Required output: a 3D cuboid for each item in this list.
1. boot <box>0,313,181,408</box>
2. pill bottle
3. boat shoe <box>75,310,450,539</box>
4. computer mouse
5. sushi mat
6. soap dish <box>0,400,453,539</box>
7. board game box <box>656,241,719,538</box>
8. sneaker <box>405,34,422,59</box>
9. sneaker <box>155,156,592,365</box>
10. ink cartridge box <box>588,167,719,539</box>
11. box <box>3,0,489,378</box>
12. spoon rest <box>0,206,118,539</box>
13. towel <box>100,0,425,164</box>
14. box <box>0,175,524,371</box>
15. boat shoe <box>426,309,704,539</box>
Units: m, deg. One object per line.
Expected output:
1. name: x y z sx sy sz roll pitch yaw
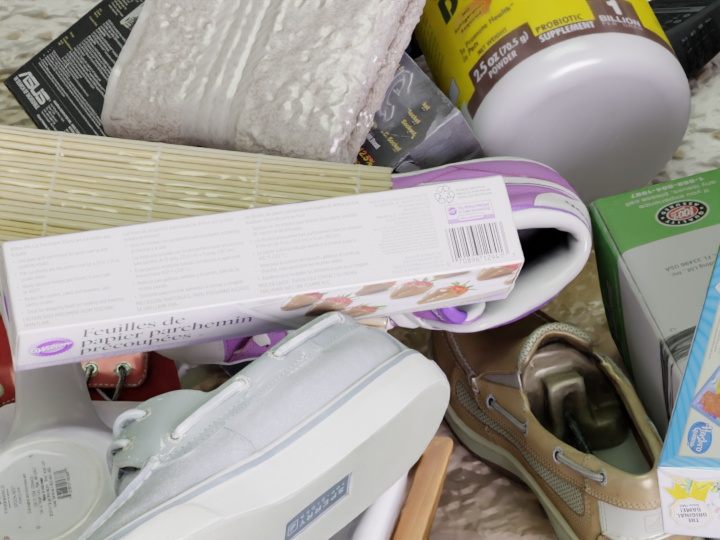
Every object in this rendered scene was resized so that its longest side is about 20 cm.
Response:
1. boot: -0.160 0.068 1.197 0.144 0.073 0.200 6 35 20
2. pill bottle: 0.079 -0.128 1.338 0.109 0.109 0.200 -15 48 -7
3. boat shoe: -0.054 0.077 1.003 0.071 0.070 0.201 36 47 25
4. computer mouse: 0.191 -0.137 1.427 0.200 0.034 0.059 -33 24 -36
5. sushi mat: -0.083 -0.019 1.105 0.199 0.012 0.096 6 43 -6
6. soap dish: -0.074 0.126 1.079 0.199 0.081 0.157 1 37 16
7. board game box: 0.197 0.025 1.042 0.134 0.034 0.200 3 39 18
8. sneaker: 0.001 -0.118 1.403 0.111 0.077 0.200 -27 31 -6
9. sneaker: 0.000 -0.001 1.162 0.200 0.073 0.114 -17 15 0
10. ink cartridge box: 0.192 0.037 1.127 0.146 0.084 0.200 -14 36 -4
11. box: -0.057 -0.070 1.293 0.158 0.050 0.200 -40 52 -1
12. spoon rest: -0.121 0.067 1.069 0.099 0.061 0.200 -12 48 1
13. towel: -0.027 -0.138 1.269 0.132 0.034 0.200 10 65 29
14. box: -0.038 0.000 1.059 0.200 0.039 0.042 -9 68 -13
15. boat shoe: 0.084 0.051 1.145 0.072 0.076 0.200 -23 36 -16
